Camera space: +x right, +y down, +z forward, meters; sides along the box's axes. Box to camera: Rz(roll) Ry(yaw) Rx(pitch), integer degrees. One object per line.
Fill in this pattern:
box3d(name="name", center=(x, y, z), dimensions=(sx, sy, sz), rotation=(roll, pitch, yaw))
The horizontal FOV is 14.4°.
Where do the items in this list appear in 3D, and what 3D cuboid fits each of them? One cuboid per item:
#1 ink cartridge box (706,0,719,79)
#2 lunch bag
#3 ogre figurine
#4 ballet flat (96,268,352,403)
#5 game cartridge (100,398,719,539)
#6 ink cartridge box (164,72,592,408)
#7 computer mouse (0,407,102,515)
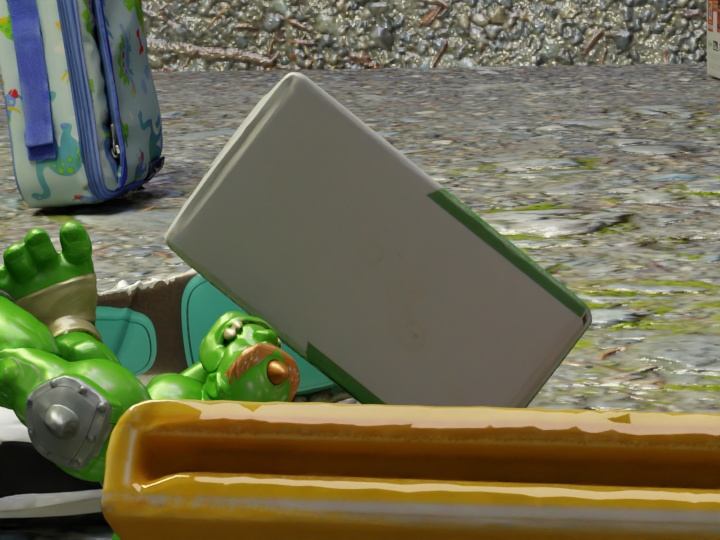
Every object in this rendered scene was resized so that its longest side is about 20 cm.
box3d(name="ink cartridge box", center=(0.396, -0.270, 2.777), dimensions=(0.083, 0.177, 0.200), rotation=(-3, 9, -6))
box3d(name="lunch bag", center=(-0.203, -0.146, 2.021), dimensions=(0.082, 0.201, 0.161), rotation=(-7, 6, 14))
box3d(name="ogre figurine", center=(-0.066, 0.055, 1.019), dimensions=(0.098, 0.200, 0.120), rotation=(-45, 33, -2))
box3d(name="ballet flat", center=(-0.084, 0.035, 1.283), dimensions=(0.199, 0.072, 0.072), rotation=(-1, 9, 1))
box3d(name="game cartridge", center=(0.049, 0.085, 0.682), dimensions=(0.175, 0.033, 0.200), rotation=(1, -25, 13))
box3d(name="ink cartridge box", center=(0.000, 0.000, 1.133), dimensions=(0.146, 0.083, 0.200), rotation=(38, -1, -3))
box3d(name="computer mouse", center=(-0.179, 0.067, 1.099), dimensions=(0.199, 0.044, 0.110), rotation=(-2, 9, -4))
